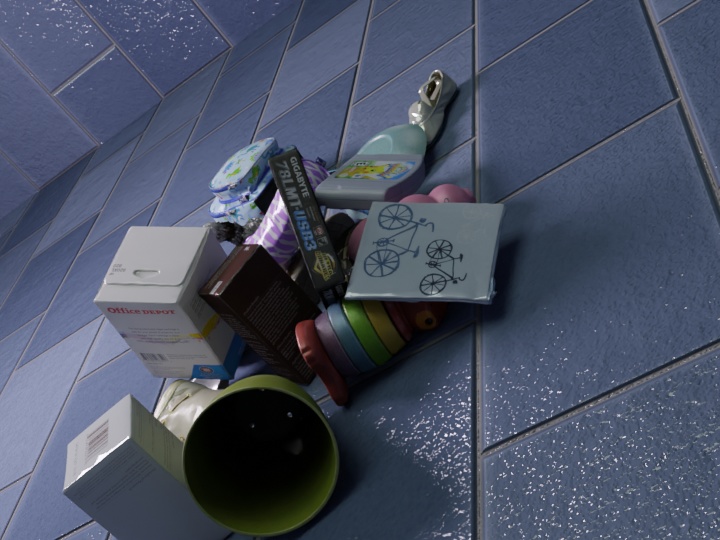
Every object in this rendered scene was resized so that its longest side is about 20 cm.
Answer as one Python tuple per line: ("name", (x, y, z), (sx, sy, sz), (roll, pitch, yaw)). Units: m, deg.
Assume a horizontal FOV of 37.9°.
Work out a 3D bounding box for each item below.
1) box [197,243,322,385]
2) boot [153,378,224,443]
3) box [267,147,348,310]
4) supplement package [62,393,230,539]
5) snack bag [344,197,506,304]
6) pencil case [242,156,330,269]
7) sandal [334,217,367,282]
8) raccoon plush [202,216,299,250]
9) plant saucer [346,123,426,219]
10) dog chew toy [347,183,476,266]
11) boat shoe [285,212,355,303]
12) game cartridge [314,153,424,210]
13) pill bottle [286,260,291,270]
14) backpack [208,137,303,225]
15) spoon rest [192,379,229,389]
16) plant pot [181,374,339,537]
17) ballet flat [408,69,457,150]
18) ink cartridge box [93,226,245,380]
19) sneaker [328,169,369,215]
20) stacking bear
("box", (-0.128, 0.064, 1.517), (0.075, 0.200, 0.100), (3, 49, 53))
("boot", (-0.252, 0.257, 1.541), (0.154, 0.072, 0.201), (0, 59, 42))
("box", (-0.066, -0.045, 1.471), (0.049, 0.201, 0.199), (-21, -15, -1))
("supplement package", (-0.277, 0.285, 1.373), (0.117, 0.200, 0.117), (-39, 24, 4))
("snack bag", (0.091, -0.026, 1.389), (0.199, 0.021, 0.189), (1, 45, 16))
("pencil case", (-0.119, -0.087, 1.668), (0.200, 0.085, 0.084), (-59, 2, 30))
("sandal", (-0.001, 0.001, 1.621), (0.080, 0.057, 0.202), (-23, 45, 30))
("raccoon plush", (-0.159, -0.063, 1.826), (0.199, 0.097, 0.134), (-5, -15, -36))
("plant saucer", (0.030, -0.185, 1.842), (0.201, 0.039, 0.202), (-34, 37, 30))
("dog chew toy", (0.081, -0.052, 1.510), (0.200, 0.125, 0.125), (-35, 24, -5))
("boat shoe", (-0.078, -0.018, 1.739), (0.072, 0.076, 0.200), (-11, 37, 51))
("game cartridge", (0.025, -0.140, 1.623), (0.133, 0.041, 0.200), (6, 24, 18))
("pill bottle", (-0.204, 0.049, 1.762), (0.200, 0.113, 0.113), (-52, 26, -20))
("backpack", (-0.210, -0.161, 2.081), (0.200, 0.147, 0.183), (-21, 29, 44))
("spoon rest", (-0.216, 0.157, 1.665), (0.200, 0.061, 0.099), (-44, 26, -7))
("plant pot", (-0.121, 0.209, 1.334), (0.187, 0.187, 0.200), (-39, 9, 5))
("ballet flat", (0.121, -0.296, 1.910), (0.069, 0.069, 0.200), (-19, 33, 40))
("ink cartridge box", (-0.271, 0.050, 1.577), (0.146, 0.200, 0.145), (1, 52, 22))
("sneaker", (-0.011, -0.131, 1.754), (0.199, 0.090, 0.079), (4, 86, 41))
("stacking bear", (0.025, 0.072, 1.406), (0.199, 0.122, 0.114), (-29, 33, 5))
